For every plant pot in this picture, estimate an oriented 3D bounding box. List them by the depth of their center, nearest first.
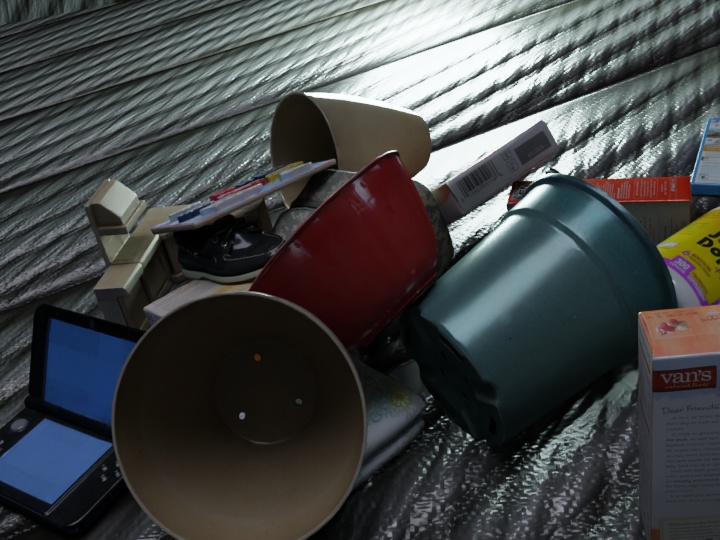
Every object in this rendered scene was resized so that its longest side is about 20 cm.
[{"bbox_3d":[-0.089,0.115,0.693,0.197,0.204,0.134,-10,2,4],"label":"plant pot"},{"bbox_3d":[0.154,0.047,0.777,0.195,0.202,0.200,-35,37,-19],"label":"plant pot"},{"bbox_3d":[0.000,-0.172,1.193,0.198,0.190,0.187,-15,29,-32],"label":"plant pot"}]

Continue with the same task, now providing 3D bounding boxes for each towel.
[{"bbox_3d":[-0.056,0.154,0.804,0.199,0.049,0.170,-33,36,-29],"label":"towel"}]

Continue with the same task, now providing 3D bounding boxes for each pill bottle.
[{"bbox_3d":[0.358,0.000,0.842,0.198,0.105,0.104,-29,35,-24],"label":"pill bottle"}]

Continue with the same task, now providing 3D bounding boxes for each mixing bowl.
[{"bbox_3d":[0.000,0.000,0.767,0.108,0.200,0.200,46,53,4],"label":"mixing bowl"}]

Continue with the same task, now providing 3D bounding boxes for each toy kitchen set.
[{"bbox_3d":[-0.230,-0.041,1.059,0.177,0.165,0.201,-5,33,13],"label":"toy kitchen set"}]

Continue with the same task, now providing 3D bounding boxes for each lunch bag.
[{"bbox_3d":[-0.009,-0.014,0.976,0.198,0.140,0.169,13,57,37],"label":"lunch bag"}]

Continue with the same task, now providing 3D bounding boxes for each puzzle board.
[{"bbox_3d":[-0.144,-0.093,1.002,0.199,0.018,0.150,-30,15,-29],"label":"puzzle board"}]

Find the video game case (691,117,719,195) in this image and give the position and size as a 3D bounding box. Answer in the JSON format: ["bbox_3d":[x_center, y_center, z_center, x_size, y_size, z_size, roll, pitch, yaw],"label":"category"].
[{"bbox_3d":[0.527,-0.154,1.105,0.141,0.018,0.200,5,36,27],"label":"video game case"}]

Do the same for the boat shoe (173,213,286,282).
[{"bbox_3d":[-0.154,-0.032,0.955,0.074,0.067,0.198,-34,22,-32],"label":"boat shoe"}]

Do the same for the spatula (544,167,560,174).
[{"bbox_3d":[0.288,-0.094,1.091,0.056,0.021,0.201,-5,28,-12],"label":"spatula"}]

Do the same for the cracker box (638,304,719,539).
[{"bbox_3d":[0.272,0.119,0.596,0.132,0.202,0.058,-5,32,10],"label":"cracker box"}]

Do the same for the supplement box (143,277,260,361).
[{"bbox_3d":[-0.144,0.058,0.920,0.125,0.074,0.199,-30,21,-26],"label":"supplement box"}]

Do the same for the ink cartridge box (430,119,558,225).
[{"bbox_3d":[0.134,-0.108,1.040,0.161,0.051,0.200,-34,7,-21],"label":"ink cartridge box"}]

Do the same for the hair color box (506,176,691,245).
[{"bbox_3d":[0.273,-0.049,0.952,0.197,0.103,0.061,1,33,20],"label":"hair color box"}]

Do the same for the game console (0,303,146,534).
[{"bbox_3d":[-0.311,0.143,0.844,0.198,0.120,0.171,9,38,32],"label":"game console"}]
